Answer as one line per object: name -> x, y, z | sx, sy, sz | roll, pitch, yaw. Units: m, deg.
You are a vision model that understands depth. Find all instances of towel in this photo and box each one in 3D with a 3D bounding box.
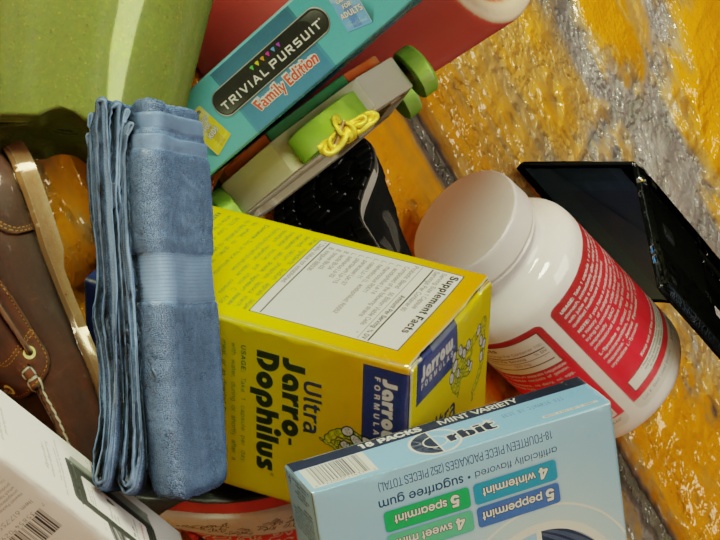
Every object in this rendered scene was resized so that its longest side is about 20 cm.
towel -> -0.105, 0.015, 1.276 | 0.112, 0.048, 0.202 | 9, 77, -77

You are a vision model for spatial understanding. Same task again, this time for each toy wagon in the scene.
toy wagon -> -0.025, -0.076, 1.479 | 0.155, 0.200, 0.040 | -38, 88, -10

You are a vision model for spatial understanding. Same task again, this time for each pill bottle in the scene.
pill bottle -> 0.126, 0.023, 1.730 | 0.200, 0.112, 0.113 | 44, 44, -36

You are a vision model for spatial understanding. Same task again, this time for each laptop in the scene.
laptop -> 0.208, 0.016, 1.809 | 0.177, 0.103, 0.201 | 44, 27, -35

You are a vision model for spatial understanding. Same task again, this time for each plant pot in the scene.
plant pot -> -0.154, -0.161, 1.372 | 0.199, 0.199, 0.192 | 17, 75, -50
plant pot -> 0.002, -0.198, 1.590 | 0.200, 0.176, 0.202 | 25, 57, -47

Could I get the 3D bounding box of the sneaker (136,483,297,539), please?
sneaker -> -0.061, 0.149, 1.449 | 0.200, 0.109, 0.067 | -5, 37, -26

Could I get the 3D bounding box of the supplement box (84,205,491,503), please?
supplement box -> -0.040, 0.050, 1.386 | 0.109, 0.199, 0.110 | -44, 143, -52

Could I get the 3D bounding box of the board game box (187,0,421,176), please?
board game box -> -0.024, -0.136, 1.443 | 0.047, 0.200, 0.151 | 50, 28, -3

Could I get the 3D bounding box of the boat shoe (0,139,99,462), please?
boat shoe -> -0.180, 0.034, 1.343 | 0.070, 0.070, 0.201 | -21, 91, -18

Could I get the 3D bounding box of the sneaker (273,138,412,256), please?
sneaker -> 0.000, 0.000, 1.562 | 0.088, 0.075, 0.201 | 52, 18, -31

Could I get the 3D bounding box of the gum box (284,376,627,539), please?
gum box -> 0.060, 0.175, 1.319 | 0.169, 0.045, 0.202 | -15, 112, -17

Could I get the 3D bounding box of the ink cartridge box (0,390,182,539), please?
ink cartridge box -> -0.162, 0.156, 1.254 | 0.200, 0.116, 0.068 | 44, 13, -36
